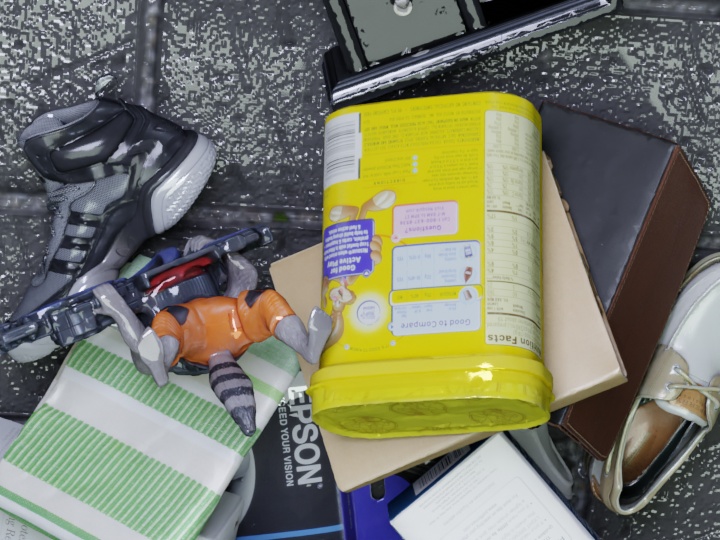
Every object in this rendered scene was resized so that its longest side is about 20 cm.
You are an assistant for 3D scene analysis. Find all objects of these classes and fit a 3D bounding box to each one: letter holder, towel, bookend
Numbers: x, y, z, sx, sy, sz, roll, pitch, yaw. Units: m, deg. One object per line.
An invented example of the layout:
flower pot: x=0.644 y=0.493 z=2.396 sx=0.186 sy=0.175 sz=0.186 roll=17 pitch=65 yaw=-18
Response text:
letter holder: x=0.146 y=0.011 z=1.642 sx=0.100 sy=0.142 sz=0.200 roll=20 pitch=82 yaw=24
towel: x=-0.142 y=0.099 z=1.628 sx=0.152 sy=0.023 sz=0.200 roll=25 pitch=74 yaw=21
bookend: x=0.041 y=-0.235 z=1.561 sx=0.199 sy=0.092 sz=0.200 roll=-18 pitch=111 yaw=3

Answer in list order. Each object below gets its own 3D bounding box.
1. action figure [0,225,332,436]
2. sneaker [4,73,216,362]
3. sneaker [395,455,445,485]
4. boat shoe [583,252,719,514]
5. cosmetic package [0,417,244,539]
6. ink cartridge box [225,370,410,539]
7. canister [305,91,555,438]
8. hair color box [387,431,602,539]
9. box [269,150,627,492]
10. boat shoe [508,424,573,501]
action figure: x=-0.125 y=0.048 z=1.545 sx=0.200 sy=0.193 sz=0.105 roll=-21 pitch=102 yaw=-14
sneaker: x=-0.196 y=-0.039 z=1.632 sx=0.114 sy=0.075 sz=0.200 roll=40 pitch=100 yaw=-14
sneaker: x=0.081 y=0.183 z=1.726 sx=0.083 sy=0.071 sz=0.200 roll=-42 pitch=93 yaw=-3
boat shoe: x=0.227 y=0.085 z=1.716 sx=0.075 sy=0.068 sz=0.200 roll=22 pitch=108 yaw=-13
cosmetic package: x=-0.191 y=0.181 z=1.687 sx=0.200 sy=0.074 sz=0.102 roll=17 pitch=115 yaw=9
ink cartridge box: x=-0.059 y=0.155 z=1.735 sx=0.200 sy=0.043 sz=0.198 roll=-7 pitch=112 yaw=-3
canister: x=0.045 y=-0.004 z=1.533 sx=0.148 sy=0.087 sz=0.200 roll=-5 pitch=72 yaw=17
hair color box: x=0.119 y=0.207 z=1.662 sx=0.100 sy=0.061 sz=0.200 roll=-40 pitch=96 yaw=3
box: x=0.055 y=0.033 z=1.578 sx=0.200 sy=0.021 sz=0.164 roll=-23 pitch=68 yaw=12
boat shoe: x=0.103 y=0.083 z=1.703 sx=0.065 sy=0.074 sz=0.200 roll=-31 pitch=112 yaw=12
